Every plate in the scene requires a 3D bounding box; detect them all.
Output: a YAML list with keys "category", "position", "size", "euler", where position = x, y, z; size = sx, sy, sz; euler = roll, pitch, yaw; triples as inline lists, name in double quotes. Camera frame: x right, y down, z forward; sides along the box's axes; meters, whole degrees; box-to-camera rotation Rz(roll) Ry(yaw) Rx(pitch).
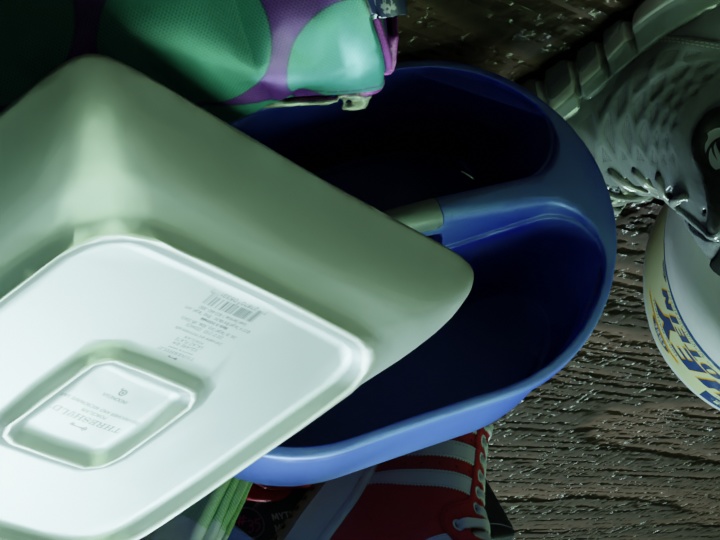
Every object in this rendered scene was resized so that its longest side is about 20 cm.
- category: "plate"
  position: [-0.085, 0.034, 0.626]
  size: [0.200, 0.032, 0.199]
  euler: [-36, 143, 21]

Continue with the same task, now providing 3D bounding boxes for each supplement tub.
- category: "supplement tub"
  position: [0.210, 0.000, 0.942]
  size: [0.144, 0.146, 0.200]
  euler: [-22, 171, 1]

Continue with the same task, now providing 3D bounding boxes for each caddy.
- category: "caddy"
  position: [0.000, 0.000, 0.767]
  size: [0.199, 0.142, 0.105]
  euler: [-18, 164, -12]

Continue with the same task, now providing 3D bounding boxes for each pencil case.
- category: "pencil case"
  position: [-0.085, -0.063, 0.594]
  size: [0.199, 0.093, 0.085]
  euler: [-21, -166, 2]

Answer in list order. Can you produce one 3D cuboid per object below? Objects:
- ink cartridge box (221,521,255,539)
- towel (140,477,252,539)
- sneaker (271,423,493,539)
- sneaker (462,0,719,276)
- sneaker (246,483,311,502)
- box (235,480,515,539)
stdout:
- category: "ink cartridge box"
  position: [-0.108, 0.186, 0.843]
  size: [0.201, 0.197, 0.047]
  euler: [-61, 168, 27]
- category: "towel"
  position: [-0.143, 0.130, 0.802]
  size: [0.031, 0.148, 0.201]
  euler: [59, 55, -80]
- category: "sneaker"
  position: [0.043, 0.107, 0.894]
  size: [0.200, 0.112, 0.071]
  euler: [-49, 170, -38]
- category: "sneaker"
  position: [0.117, -0.035, 0.829]
  size: [0.075, 0.116, 0.200]
  euler: [-2, 152, -42]
- category: "sneaker"
  position: [-0.020, 0.043, 0.886]
  size: [0.199, 0.116, 0.078]
  euler: [-13, 158, -21]
- category: "box"
  position: [-0.051, 0.135, 0.967]
  size: [0.199, 0.115, 0.133]
  euler: [-4, 140, -32]
